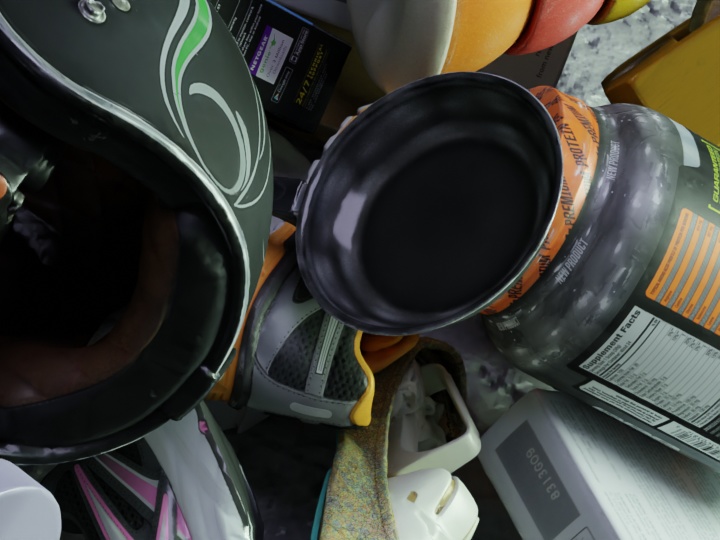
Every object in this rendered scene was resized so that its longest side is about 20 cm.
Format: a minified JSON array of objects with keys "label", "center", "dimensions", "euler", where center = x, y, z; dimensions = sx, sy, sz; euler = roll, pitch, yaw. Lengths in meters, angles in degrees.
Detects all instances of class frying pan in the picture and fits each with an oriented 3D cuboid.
[{"label":"frying pan","center":[-0.005,-0.013,0.749],"dimensions":[0.031,0.189,0.116],"euler":[44,35,-49]}]

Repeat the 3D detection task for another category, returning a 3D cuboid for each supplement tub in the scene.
[{"label":"supplement tub","center":[0.137,0.010,0.810],"dimensions":[0.199,0.123,0.123],"euler":[28,41,-19]}]

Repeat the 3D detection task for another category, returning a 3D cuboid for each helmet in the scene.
[{"label":"helmet","center":[-0.129,-0.045,0.691],"dimensions":[0.198,0.201,0.191],"euler":[4,32,-19]}]

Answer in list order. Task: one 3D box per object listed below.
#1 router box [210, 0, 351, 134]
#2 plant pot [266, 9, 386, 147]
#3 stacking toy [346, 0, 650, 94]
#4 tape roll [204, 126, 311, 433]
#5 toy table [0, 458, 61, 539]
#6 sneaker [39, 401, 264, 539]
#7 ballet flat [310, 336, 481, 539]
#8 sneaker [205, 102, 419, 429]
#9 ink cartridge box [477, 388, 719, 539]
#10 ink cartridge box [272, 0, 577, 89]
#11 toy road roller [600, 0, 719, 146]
[{"label":"router box","center":[-0.123,-0.132,0.882],"dimensions":[0.199,0.051,0.149],"euler":[25,3,33]},{"label":"plant pot","center":[-0.009,-0.117,1.014],"dimensions":[0.198,0.028,0.201],"euler":[15,35,-10]},{"label":"stacking toy","center":[0.097,-0.153,0.870],"dimensions":[0.198,0.147,0.147],"euler":[-3,49,-14]},{"label":"tape roll","center":[-0.101,-0.012,0.884],"dimensions":[0.201,0.037,0.204],"euler":[12,44,-12]},{"label":"toy table","center":[-0.138,0.169,0.600],"dimensions":[0.117,0.184,0.200],"euler":[34,81,24]},{"label":"sneaker","center":[-0.063,0.148,0.731],"dimensions":[0.086,0.080,0.201],"euler":[-25,65,0]},{"label":"ballet flat","center":[0.018,0.090,0.784],"dimensions":[0.070,0.071,0.200],"euler":[17,30,-6]},{"label":"sneaker","center":[0.000,0.000,0.827],"dimensions":[0.077,0.079,0.200],"euler":[22,46,12]},{"label":"ink cartridge box","center":[0.156,0.136,0.839],"dimensions":[0.199,0.047,0.161],"euler":[14,38,-47]},{"label":"ink cartridge box","center":[0.023,-0.178,0.998],"dimensions":[0.198,0.086,0.147],"euler":[19,24,0]},{"label":"toy road roller","center":[0.167,-0.044,0.926],"dimensions":[0.146,0.199,0.123],"euler":[53,10,-4]}]
